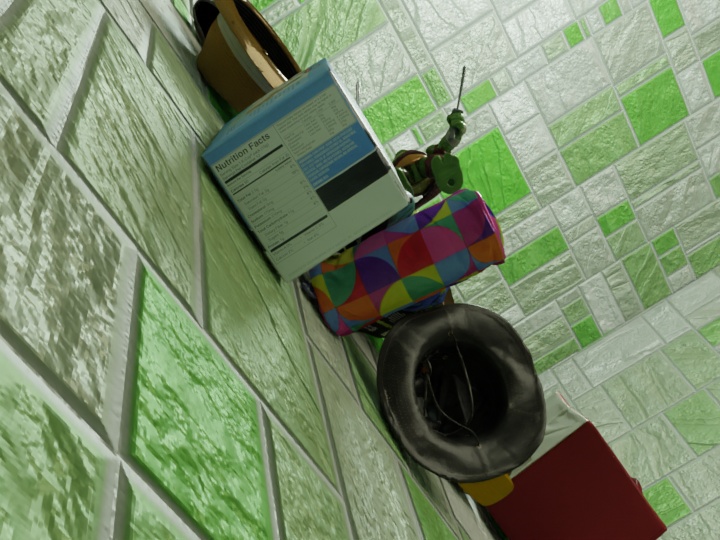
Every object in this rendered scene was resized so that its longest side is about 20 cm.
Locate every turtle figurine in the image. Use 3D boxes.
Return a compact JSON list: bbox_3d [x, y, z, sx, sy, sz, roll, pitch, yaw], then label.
[{"bbox_3d":[0.059,-0.164,1.117,0.142,0.203,0.194,13,19,-11],"label":"turtle figurine"}]

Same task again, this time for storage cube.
[{"bbox_3d":[0.267,0.303,1.194,0.181,0.199,0.171,54,2,-5],"label":"storage cube"}]

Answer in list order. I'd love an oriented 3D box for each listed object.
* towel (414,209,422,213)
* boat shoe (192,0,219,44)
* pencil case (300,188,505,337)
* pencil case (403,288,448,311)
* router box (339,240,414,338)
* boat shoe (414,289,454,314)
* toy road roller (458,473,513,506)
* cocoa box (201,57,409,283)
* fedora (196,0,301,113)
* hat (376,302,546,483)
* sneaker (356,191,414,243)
[{"bbox_3d":[0.060,-0.068,1.199,0.142,0.023,0.200,18,13,-15],"label":"towel"},{"bbox_3d":[-0.156,-0.264,1.120,0.201,0.074,0.073,52,13,19],"label":"boat shoe"},{"bbox_3d":[0.041,-0.009,0.855,0.088,0.198,0.089,-23,90,-83],"label":"pencil case"},{"bbox_3d":[0.088,-0.017,0.988,0.087,0.078,0.200,44,28,7],"label":"pencil case"},{"bbox_3d":[0.000,0.000,1.084,0.151,0.062,0.200,61,6,10],"label":"router box"},{"bbox_3d":[0.083,0.029,1.105,0.200,0.062,0.074,-87,161,-74],"label":"boat shoe"},{"bbox_3d":[0.149,0.174,1.058,0.200,0.145,0.124,52,8,-48],"label":"toy road roller"},{"bbox_3d":[-0.050,-0.102,0.813,0.132,0.132,0.200,56,6,-15],"label":"cocoa box"},{"bbox_3d":[-0.131,-0.235,1.011,0.201,0.081,0.201,50,13,-17],"label":"fedora"},{"bbox_3d":[0.093,0.134,0.921,0.202,0.199,0.081,60,-34,12],"label":"hat"},{"bbox_3d":[0.008,-0.071,0.958,0.088,0.074,0.200,50,-2,9],"label":"sneaker"}]
